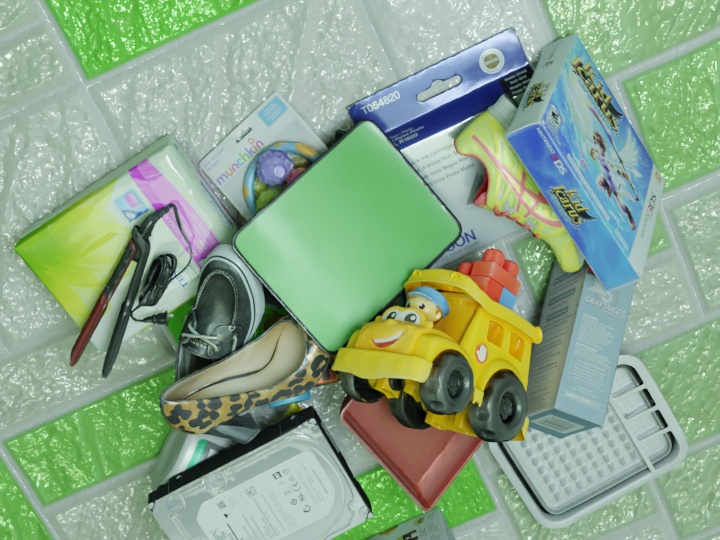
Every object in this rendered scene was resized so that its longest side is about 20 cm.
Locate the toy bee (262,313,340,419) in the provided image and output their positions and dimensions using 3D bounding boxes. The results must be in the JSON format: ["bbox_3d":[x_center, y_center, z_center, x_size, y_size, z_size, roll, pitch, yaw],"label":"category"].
[{"bbox_3d":[-0.060,0.118,1.446,0.200,0.109,0.131,8,95,33],"label":"toy bee"}]

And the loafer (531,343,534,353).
[{"bbox_3d":[0.198,0.113,1.476,0.200,0.070,0.070,-33,81,-20],"label":"loafer"}]

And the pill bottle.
[{"bbox_3d":[-0.121,0.236,1.484,0.200,0.113,0.113,27,107,-15],"label":"pill bottle"}]

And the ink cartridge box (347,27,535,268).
[{"bbox_3d":[0.114,-0.123,1.400,0.200,0.041,0.200,-26,112,5],"label":"ink cartridge box"}]

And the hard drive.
[{"bbox_3d":[-0.105,0.247,1.410,0.200,0.038,0.140,-27,111,5],"label":"hard drive"}]

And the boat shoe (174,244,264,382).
[{"bbox_3d":[-0.148,0.067,1.359,0.072,0.071,0.200,23,129,17],"label":"boat shoe"}]

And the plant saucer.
[{"bbox_3d":[0.077,0.131,1.446,0.200,0.037,0.200,-50,129,-14],"label":"plant saucer"}]

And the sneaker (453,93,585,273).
[{"bbox_3d":[0.163,-0.077,1.366,0.090,0.078,0.200,-30,103,6],"label":"sneaker"}]

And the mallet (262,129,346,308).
[{"bbox_3d":[-0.049,-0.053,1.417,0.041,0.066,0.200,24,94,14],"label":"mallet"}]

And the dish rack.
[{"bbox_3d":[0.260,0.192,1.544,0.200,0.044,0.172,-31,113,7],"label":"dish rack"}]

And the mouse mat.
[{"bbox_3d":[-0.011,-0.034,1.336,0.200,0.008,0.161,-43,99,-15],"label":"mouse mat"}]

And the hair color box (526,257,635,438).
[{"bbox_3d":[0.230,0.068,1.404,0.061,0.099,0.200,21,70,-13],"label":"hair color box"}]

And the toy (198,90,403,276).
[{"bbox_3d":[-0.065,-0.072,1.358,0.115,0.047,0.200,-42,88,9],"label":"toy"}]

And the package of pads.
[{"bbox_3d":[-0.233,-0.024,1.390,0.200,0.068,0.155,-32,111,8],"label":"package of pads"}]

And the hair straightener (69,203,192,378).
[{"bbox_3d":[-0.223,0.024,1.357,0.077,0.041,0.200,25,103,-14],"label":"hair straightener"}]

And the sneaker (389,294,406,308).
[{"bbox_3d":[0.000,0.000,1.421,0.086,0.078,0.200,-9,113,1],"label":"sneaker"}]

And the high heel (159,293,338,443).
[{"bbox_3d":[-0.106,0.086,1.320,0.200,0.071,0.143,-53,144,8],"label":"high heel"}]

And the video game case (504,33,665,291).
[{"bbox_3d":[0.233,-0.111,1.343,0.045,0.181,0.200,-22,116,33],"label":"video game case"}]

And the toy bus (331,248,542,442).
[{"bbox_3d":[0.090,0.062,1.328,0.200,0.136,0.192,30,73,-44],"label":"toy bus"}]

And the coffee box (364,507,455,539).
[{"bbox_3d":[0.029,0.379,1.576,0.200,0.080,0.114,-24,113,4],"label":"coffee box"}]
